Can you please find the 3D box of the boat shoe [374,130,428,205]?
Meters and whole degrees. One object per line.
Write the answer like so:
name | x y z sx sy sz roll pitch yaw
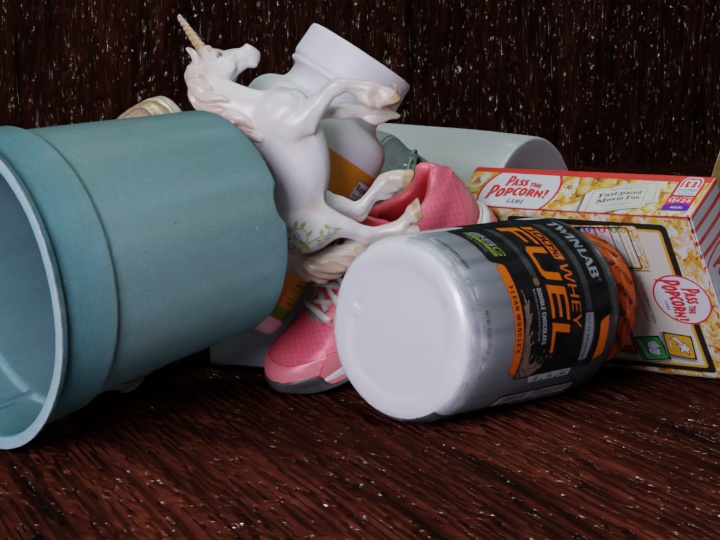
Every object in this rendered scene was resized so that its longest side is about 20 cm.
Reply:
boat shoe | 0.025 -0.061 1.701 0.071 0.070 0.201 19 9 6

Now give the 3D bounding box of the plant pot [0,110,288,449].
plant pot | -0.164 -0.011 1.398 0.196 0.201 0.200 -16 15 -40

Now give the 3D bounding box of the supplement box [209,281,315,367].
supplement box | -0.023 0.014 1.715 0.101 0.104 0.200 3 9 30

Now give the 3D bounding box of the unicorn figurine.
unicorn figurine | -0.037 -0.083 1.465 0.137 0.201 0.074 -11 5 2

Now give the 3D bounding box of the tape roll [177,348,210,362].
tape roll | -0.186 0.038 1.757 0.200 0.048 0.200 0 7 0

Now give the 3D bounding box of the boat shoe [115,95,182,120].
boat shoe | -0.190 -0.037 1.534 0.074 0.200 0.069 49 27 22

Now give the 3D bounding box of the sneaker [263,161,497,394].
sneaker | 0.000 0.000 1.553 0.200 0.087 0.074 -41 36 -9

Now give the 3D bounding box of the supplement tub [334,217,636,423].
supplement tub | 0.088 0.029 1.478 0.122 0.123 0.200 5 9 41

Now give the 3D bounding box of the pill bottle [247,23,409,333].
pill bottle | -0.053 -0.067 1.559 0.111 0.200 0.111 33 1 -1

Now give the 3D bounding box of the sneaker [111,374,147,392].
sneaker | -0.173 0.056 1.566 0.071 0.073 0.200 47 16 23

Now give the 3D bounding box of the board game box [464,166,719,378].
board game box | 0.178 0.002 1.597 0.200 0.152 0.046 5 43 37

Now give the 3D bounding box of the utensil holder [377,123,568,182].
utensil holder | 0.062 -0.044 1.933 0.199 0.171 0.170 5 9 33

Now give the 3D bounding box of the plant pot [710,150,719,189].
plant pot | 0.360 -0.012 1.676 0.199 0.187 0.186 14 10 16
